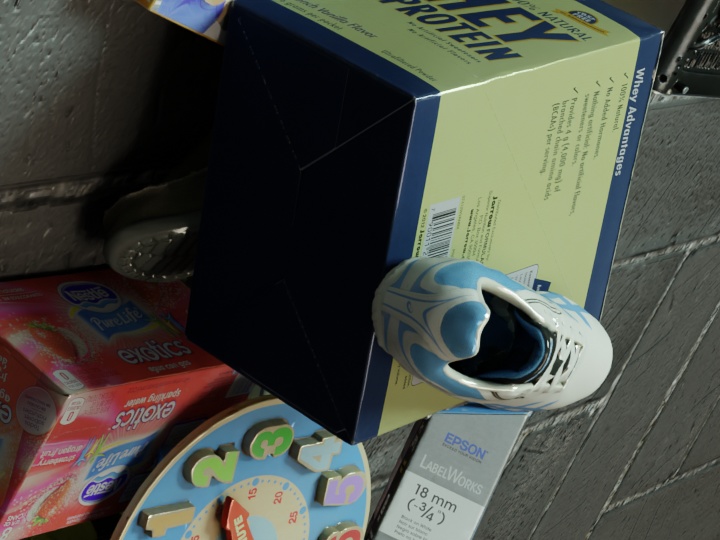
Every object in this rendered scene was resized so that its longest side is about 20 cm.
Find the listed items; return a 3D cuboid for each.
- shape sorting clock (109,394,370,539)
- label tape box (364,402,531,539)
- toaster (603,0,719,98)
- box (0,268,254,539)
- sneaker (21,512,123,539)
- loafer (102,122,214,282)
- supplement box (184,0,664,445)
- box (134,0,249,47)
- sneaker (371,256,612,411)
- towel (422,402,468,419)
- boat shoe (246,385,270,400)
[{"bbox_3d":[-0.068,0.162,1.470,0.199,0.039,0.201,-22,127,-32],"label":"shape sorting clock"},{"bbox_3d":[0.058,0.131,1.737,0.144,0.063,0.201,-80,-165,-89],"label":"label tape box"},{"bbox_3d":[0.223,-0.208,1.583,0.180,0.118,0.201,-5,128,-56],"label":"toaster"},{"bbox_3d":[-0.152,0.069,1.422,0.200,0.094,0.103,-9,133,-60],"label":"box"},{"bbox_3d":[-0.147,0.126,1.575,0.199,0.075,0.077,-22,104,-39],"label":"sneaker"},{"bbox_3d":[-0.070,-0.052,1.467,0.199,0.070,0.075,-22,166,-41],"label":"loafer"},{"bbox_3d":[0.033,-0.045,1.402,0.199,0.134,0.201,-18,128,-44],"label":"supplement box"},{"bbox_3d":[-0.046,-0.172,1.364,0.119,0.041,0.200,-57,156,7],"label":"box"},{"bbox_3d":[0.079,0.042,1.344,0.200,0.072,0.072,18,99,-56],"label":"sneaker"},{"bbox_3d":[0.068,-0.010,1.648,0.200,0.085,0.167,-33,116,-61],"label":"towel"},{"bbox_3d":[-0.055,0.086,1.536,0.074,0.062,0.201,-14,-127,57],"label":"boat shoe"}]
